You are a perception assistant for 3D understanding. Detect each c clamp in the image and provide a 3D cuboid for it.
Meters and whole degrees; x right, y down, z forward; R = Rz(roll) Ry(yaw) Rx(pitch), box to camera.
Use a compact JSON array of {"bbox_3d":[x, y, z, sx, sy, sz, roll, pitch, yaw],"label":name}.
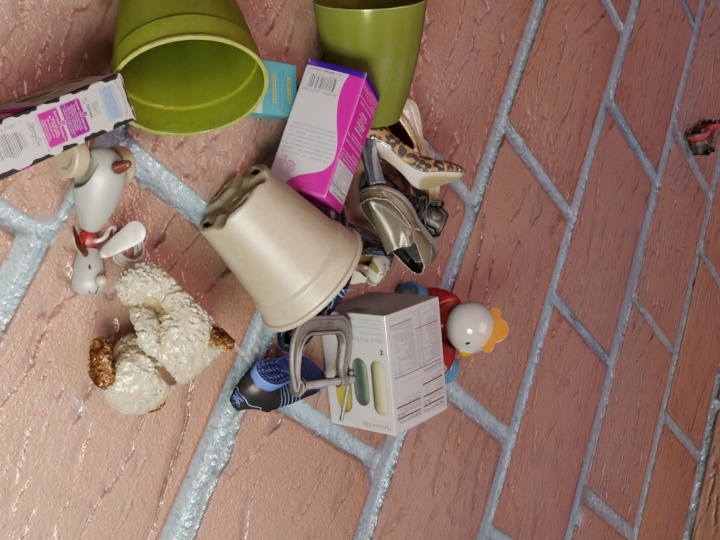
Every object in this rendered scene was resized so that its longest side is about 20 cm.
[{"bbox_3d":[-0.056,0.153,1.379,0.199,0.027,0.173,15,85,-60],"label":"c clamp"}]

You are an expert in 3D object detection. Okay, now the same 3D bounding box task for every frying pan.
[{"bbox_3d":[-0.041,-0.096,1.489,0.189,0.031,0.117,-5,85,-51],"label":"frying pan"}]

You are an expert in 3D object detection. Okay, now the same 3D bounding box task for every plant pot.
[{"bbox_3d":[-0.129,-0.047,1.297,0.184,0.199,0.202,46,58,-26],"label":"plant pot"},{"bbox_3d":[-0.231,-0.312,1.137,0.199,0.199,0.195,16,55,-48],"label":"plant pot"},{"bbox_3d":[0.018,-0.348,1.466,0.186,0.186,0.202,-31,129,-44],"label":"plant pot"}]

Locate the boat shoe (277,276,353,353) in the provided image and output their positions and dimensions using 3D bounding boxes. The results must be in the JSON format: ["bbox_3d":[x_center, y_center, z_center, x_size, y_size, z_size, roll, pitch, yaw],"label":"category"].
[{"bbox_3d":[-0.063,0.045,1.400,0.069,0.083,0.202,119,-4,-85],"label":"boat shoe"}]

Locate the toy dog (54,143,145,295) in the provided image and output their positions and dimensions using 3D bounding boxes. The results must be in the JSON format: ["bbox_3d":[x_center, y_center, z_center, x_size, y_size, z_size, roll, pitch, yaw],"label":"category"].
[{"bbox_3d":[-0.319,-0.072,1.111,0.131,0.096,0.202,-31,120,-42],"label":"toy dog"}]

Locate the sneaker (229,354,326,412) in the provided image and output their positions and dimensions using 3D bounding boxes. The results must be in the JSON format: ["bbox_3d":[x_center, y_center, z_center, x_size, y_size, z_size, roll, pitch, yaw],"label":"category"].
[{"bbox_3d":[-0.128,0.181,1.385,0.070,0.078,0.199,54,20,23],"label":"sneaker"}]

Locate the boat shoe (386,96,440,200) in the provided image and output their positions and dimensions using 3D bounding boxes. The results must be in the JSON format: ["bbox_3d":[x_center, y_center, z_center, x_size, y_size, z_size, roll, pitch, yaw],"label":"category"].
[{"bbox_3d":[0.086,-0.214,1.617,0.069,0.073,0.202,-30,106,-41],"label":"boat shoe"}]

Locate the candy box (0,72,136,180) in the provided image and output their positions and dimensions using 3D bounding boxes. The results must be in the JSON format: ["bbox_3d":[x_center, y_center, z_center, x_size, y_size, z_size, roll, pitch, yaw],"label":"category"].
[{"bbox_3d":[-0.380,-0.164,1.017,0.200,0.135,0.062,-38,121,-41],"label":"candy box"}]

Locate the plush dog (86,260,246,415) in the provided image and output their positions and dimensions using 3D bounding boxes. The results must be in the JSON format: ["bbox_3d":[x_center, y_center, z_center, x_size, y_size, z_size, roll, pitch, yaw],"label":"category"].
[{"bbox_3d":[-0.263,0.116,1.156,0.172,0.160,0.201,-45,142,-11],"label":"plush dog"}]

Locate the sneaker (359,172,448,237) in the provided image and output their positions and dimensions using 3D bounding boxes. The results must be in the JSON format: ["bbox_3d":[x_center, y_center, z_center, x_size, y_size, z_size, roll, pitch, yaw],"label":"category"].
[{"bbox_3d":[0.086,-0.119,1.586,0.199,0.113,0.077,40,62,-39],"label":"sneaker"}]

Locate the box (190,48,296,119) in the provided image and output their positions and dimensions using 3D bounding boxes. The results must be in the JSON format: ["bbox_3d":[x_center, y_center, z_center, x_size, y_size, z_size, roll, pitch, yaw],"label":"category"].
[{"bbox_3d":[-0.180,-0.274,1.312,0.199,0.049,0.084,-6,96,-50],"label":"box"}]

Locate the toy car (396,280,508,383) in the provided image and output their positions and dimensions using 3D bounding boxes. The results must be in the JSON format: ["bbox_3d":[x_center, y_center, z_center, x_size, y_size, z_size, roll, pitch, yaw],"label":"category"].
[{"bbox_3d":[0.180,0.122,1.640,0.184,0.198,0.179,30,69,-45],"label":"toy car"}]

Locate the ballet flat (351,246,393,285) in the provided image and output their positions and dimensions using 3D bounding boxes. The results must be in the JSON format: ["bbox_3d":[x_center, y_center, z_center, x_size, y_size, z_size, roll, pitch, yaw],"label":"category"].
[{"bbox_3d":[0.000,0.000,1.518,0.199,0.074,0.075,-4,95,-45],"label":"ballet flat"}]

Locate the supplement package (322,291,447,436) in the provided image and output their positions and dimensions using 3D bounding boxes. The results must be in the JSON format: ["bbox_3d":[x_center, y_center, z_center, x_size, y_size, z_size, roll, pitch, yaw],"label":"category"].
[{"bbox_3d":[0.041,0.154,1.513,0.150,0.150,0.203,-16,104,-47],"label":"supplement package"}]

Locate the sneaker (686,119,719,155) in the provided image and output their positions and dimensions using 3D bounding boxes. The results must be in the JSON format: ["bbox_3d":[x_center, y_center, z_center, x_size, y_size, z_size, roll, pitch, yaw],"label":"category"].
[{"bbox_3d":[1.090,-0.418,2.783,0.200,0.070,0.099,-31,114,-42],"label":"sneaker"}]

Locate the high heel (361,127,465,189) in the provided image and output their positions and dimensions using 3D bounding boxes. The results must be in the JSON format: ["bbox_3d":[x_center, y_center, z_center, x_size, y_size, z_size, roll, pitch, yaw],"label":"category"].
[{"bbox_3d":[0.088,-0.218,1.558,0.197,0.071,0.144,-5,70,-23],"label":"high heel"}]

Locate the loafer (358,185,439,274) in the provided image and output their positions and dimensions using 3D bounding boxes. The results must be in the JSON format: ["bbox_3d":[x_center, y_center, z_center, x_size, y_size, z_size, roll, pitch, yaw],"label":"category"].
[{"bbox_3d":[0.067,-0.068,1.534,0.200,0.075,0.070,44,44,-28],"label":"loafer"}]

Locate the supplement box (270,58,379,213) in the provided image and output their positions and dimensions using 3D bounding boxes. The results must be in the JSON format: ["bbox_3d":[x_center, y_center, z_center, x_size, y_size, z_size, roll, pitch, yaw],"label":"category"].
[{"bbox_3d":[-0.055,-0.206,1.371,0.103,0.100,0.202,42,67,-72],"label":"supplement box"}]
